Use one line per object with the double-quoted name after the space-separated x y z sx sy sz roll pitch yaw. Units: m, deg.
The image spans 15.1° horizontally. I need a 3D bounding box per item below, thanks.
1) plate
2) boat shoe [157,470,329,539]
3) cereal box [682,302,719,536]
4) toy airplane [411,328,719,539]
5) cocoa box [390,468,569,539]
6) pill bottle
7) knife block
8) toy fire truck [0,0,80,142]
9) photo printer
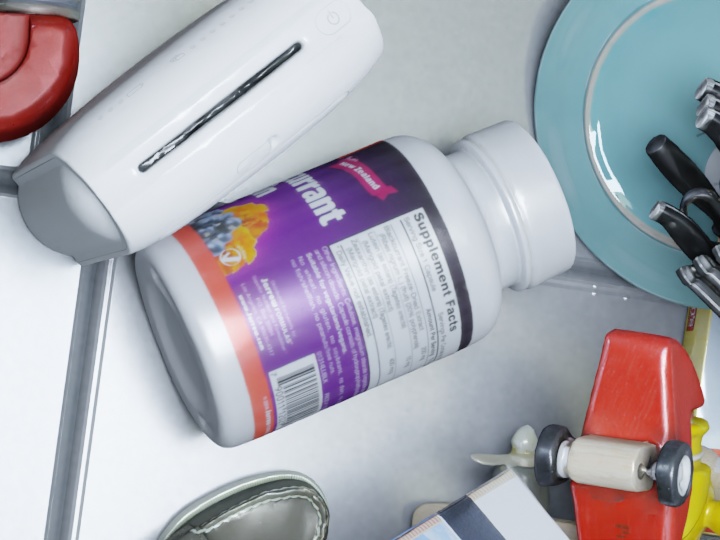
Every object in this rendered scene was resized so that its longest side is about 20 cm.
0.181 -0.076 1.372 0.200 0.026 0.201 3 100 19 "plate"
-0.092 0.171 1.331 0.202 0.060 0.072 -36 97 -13 "boat shoe"
0.263 0.080 1.438 0.200 0.040 0.144 10 85 -13 "cereal box"
0.148 0.141 1.337 0.200 0.199 0.141 45 36 1 "toy airplane"
0.060 0.222 1.252 0.131 0.133 0.200 -26 72 -41 "cocoa box"
0.000 0.000 1.336 0.200 0.111 0.112 -23 94 -15 "pill bottle"
0.219 -0.007 1.338 0.064 0.200 0.176 -31 74 27 "knife block"
-0.150 -0.147 1.311 0.200 0.129 0.176 2 87 -4 "toy fire truck"
-0.078 -0.073 1.273 0.166 0.200 0.069 -39 97 -12 "photo printer"
